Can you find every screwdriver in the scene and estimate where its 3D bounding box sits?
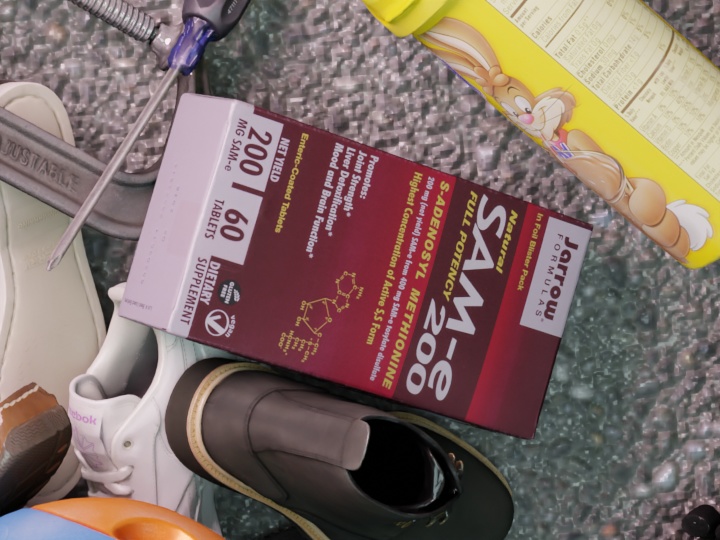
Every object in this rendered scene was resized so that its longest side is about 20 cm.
[{"bbox_3d":[-0.091,-0.077,1.324,0.028,0.029,0.201,22,69,16],"label":"screwdriver"}]

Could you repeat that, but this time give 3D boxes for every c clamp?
[{"bbox_3d":[-0.140,-0.113,1.322,0.200,0.027,0.172,34,55,-23],"label":"c clamp"}]

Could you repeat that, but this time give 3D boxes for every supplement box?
[{"bbox_3d":[0.000,0.000,1.338,0.199,0.061,0.110,17,88,-29],"label":"supplement box"}]

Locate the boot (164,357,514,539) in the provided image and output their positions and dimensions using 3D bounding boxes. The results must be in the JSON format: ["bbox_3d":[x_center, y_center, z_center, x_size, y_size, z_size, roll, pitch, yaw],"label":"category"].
[{"bbox_3d":[0.024,0.102,1.330,0.199,0.138,0.078,18,84,-38],"label":"boot"}]

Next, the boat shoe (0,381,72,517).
[{"bbox_3d":[-0.207,0.101,1.334,0.074,0.076,0.200,54,131,5],"label":"boat shoe"}]

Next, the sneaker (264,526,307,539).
[{"bbox_3d":[-0.059,0.223,1.420,0.067,0.108,0.202,24,64,26],"label":"sneaker"}]

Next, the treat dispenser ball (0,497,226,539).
[{"bbox_3d":[-0.115,0.199,1.256,0.199,0.201,0.202,-1,102,-6],"label":"treat dispenser ball"}]

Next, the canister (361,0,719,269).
[{"bbox_3d":[0.093,-0.098,1.323,0.200,0.149,0.087,39,95,-14],"label":"canister"}]

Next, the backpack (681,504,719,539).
[{"bbox_3d":[0.191,0.248,1.388,0.190,0.201,0.154,32,130,-9],"label":"backpack"}]

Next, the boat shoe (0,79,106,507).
[{"bbox_3d":[-0.165,0.009,1.363,0.072,0.059,0.201,-20,112,-43],"label":"boat shoe"}]

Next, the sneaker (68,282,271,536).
[{"bbox_3d":[-0.108,0.096,1.366,0.099,0.075,0.201,9,95,-45],"label":"sneaker"}]
